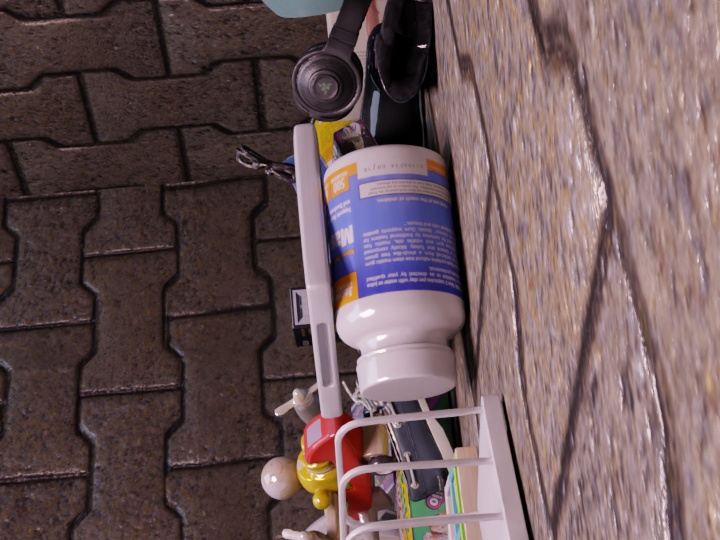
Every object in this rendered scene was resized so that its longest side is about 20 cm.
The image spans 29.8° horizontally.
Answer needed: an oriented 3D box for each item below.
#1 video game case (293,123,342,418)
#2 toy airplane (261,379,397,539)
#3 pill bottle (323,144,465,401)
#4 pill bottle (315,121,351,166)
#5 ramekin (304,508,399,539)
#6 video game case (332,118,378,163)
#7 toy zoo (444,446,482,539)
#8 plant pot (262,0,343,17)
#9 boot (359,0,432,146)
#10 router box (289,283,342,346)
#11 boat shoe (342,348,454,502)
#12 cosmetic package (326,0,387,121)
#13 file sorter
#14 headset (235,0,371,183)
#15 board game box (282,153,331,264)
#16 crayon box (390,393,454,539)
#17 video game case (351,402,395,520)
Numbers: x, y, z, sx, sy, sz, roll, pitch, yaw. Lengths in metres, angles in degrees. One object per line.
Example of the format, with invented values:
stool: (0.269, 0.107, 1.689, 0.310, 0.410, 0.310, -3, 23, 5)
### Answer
video game case: (-0.038, 0.000, 1.226, 0.183, 0.024, 0.201, 85, 178, -48)
toy airplane: (-0.034, 0.219, 1.432, 0.200, 0.140, 0.200, -108, 14, -78)
pill bottle: (0.030, 0.004, 1.152, 0.112, 0.111, 0.201, 91, 175, -71)
pill bottle: (0.002, -0.124, 1.620, 0.200, 0.112, 0.113, -98, 3, -48)
ramekin: (0.011, 0.385, 1.611, 0.094, 0.201, 0.203, 171, 94, -77)
video game case: (0.027, -0.047, 1.334, 0.182, 0.036, 0.200, 62, 176, 3)
toy zoo: (0.094, 0.241, 1.194, 0.200, 0.020, 0.132, 89, 175, -69)
plant pot: (-0.042, -0.347, 1.355, 0.201, 0.200, 0.162, -100, -4, -68)
boot: (0.039, -0.168, 1.299, 0.200, 0.065, 0.166, -154, 57, -83)
router box: (-0.006, 0.053, 1.675, 0.200, 0.156, 0.053, 94, 171, -81)
boat shoe: (0.027, 0.124, 1.299, 0.201, 0.062, 0.075, 63, 172, -1)
cosmetic package: (0.006, -0.277, 1.489, 0.103, 0.087, 0.201, 89, 175, -78)
file sorter: (0.050, 0.210, 0.932, 0.201, 0.124, 0.139, -96, 3, -46)
headset: (-0.045, -0.181, 1.277, 0.124, 0.094, 0.201, -146, 75, -87)
board game box: (0.000, 0.000, 1.423, 0.200, 0.043, 0.199, 59, 176, 42)
crayon box: (0.067, 0.228, 1.401, 0.173, 0.058, 0.201, 90, 175, -67)
video game case: (0.038, 0.187, 1.625, 0.143, 0.018, 0.200, -54, 23, 28)
